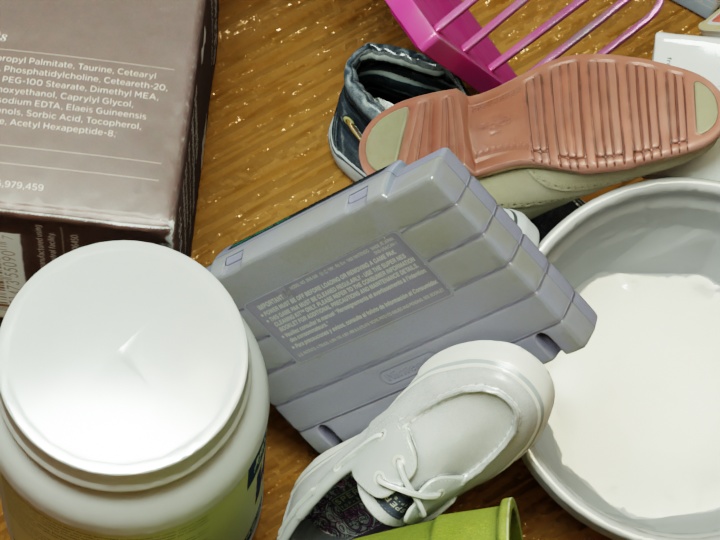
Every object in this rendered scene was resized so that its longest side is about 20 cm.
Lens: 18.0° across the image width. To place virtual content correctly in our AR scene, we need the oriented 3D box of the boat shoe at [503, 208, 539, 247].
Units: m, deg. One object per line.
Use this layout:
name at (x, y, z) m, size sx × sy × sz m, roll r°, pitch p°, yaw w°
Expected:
boat shoe at (0.000, -0.002, 1.235) m, size 0.198 × 0.068 × 0.074 m, roll -15°, pitch 40°, yaw 35°

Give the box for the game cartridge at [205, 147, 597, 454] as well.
game cartridge at (0.009, 0.018, 1.174) m, size 0.130 × 0.199 × 0.038 m, roll 50°, pitch 43°, yaw -17°

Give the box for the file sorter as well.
file sorter at (0.077, -0.192, 1.297) m, size 0.125 × 0.200 × 0.139 m, roll -38°, pitch 70°, yaw 12°

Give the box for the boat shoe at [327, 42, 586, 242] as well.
boat shoe at (0.069, -0.054, 1.310) m, size 0.199 × 0.091 × 0.071 m, roll 29°, pitch 66°, yaw 10°

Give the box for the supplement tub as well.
supplement tub at (-0.120, 0.083, 1.171) m, size 0.144 × 0.200 × 0.146 m, roll 2°, pitch 65°, yaw -3°

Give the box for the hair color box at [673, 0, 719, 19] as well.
hair color box at (0.225, -0.249, 1.353) m, size 0.060 × 0.200 × 0.099 m, roll 30°, pitch 66°, yaw 11°

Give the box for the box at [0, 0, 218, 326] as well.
box at (-0.170, -0.083, 1.265) m, size 0.163 × 0.166 × 0.201 m, roll 6°, pitch 65°, yaw -1°

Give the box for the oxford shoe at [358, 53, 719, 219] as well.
oxford shoe at (0.103, -0.067, 1.236) m, size 0.198 × 0.074 × 0.071 m, roll -5°, pitch 59°, yaw 18°

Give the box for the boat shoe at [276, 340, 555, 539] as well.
boat shoe at (0.021, 0.104, 1.175) m, size 0.072 × 0.200 × 0.069 m, roll 46°, pitch 42°, yaw -15°

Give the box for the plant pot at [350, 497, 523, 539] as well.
plant pot at (-0.010, 0.221, 1.132) m, size 0.191 × 0.201 × 0.202 m, roll -5°, pitch 64°, yaw 7°

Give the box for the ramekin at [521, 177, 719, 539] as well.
ramekin at (0.169, 0.058, 1.238) m, size 0.198 × 0.105 × 0.202 m, roll 0°, pitch 77°, yaw -2°

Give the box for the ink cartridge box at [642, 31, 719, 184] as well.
ink cartridge box at (0.270, -0.081, 1.270) m, size 0.199 × 0.145 × 0.084 m, roll 7°, pitch 94°, yaw 18°

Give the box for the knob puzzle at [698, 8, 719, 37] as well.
knob puzzle at (0.288, -0.191, 1.349) m, size 0.219 × 0.219 × 0.031 m, roll -35°, pitch 104°, yaw -18°
